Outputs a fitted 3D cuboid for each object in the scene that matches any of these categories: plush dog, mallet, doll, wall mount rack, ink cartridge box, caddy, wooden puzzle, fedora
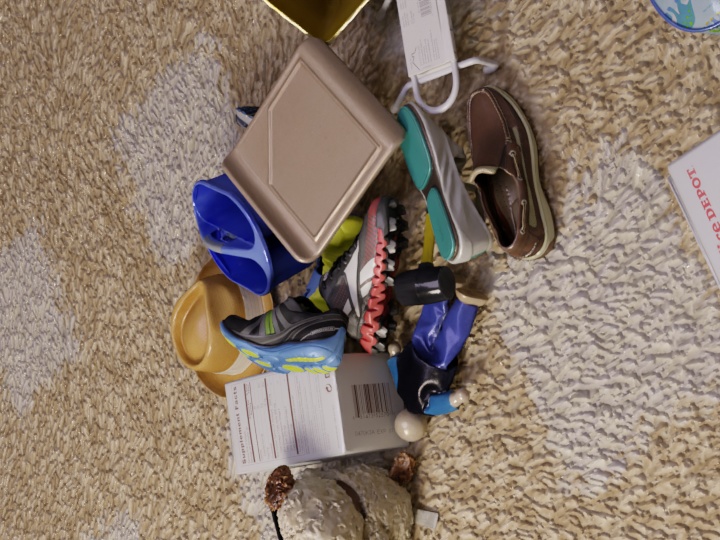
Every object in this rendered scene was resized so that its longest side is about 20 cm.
[{"bbox_3d":[-0.021,0.286,1.501,0.200,0.171,0.161,49,121,24],"label":"plush dog"},{"bbox_3d":[0.089,-0.056,1.469,0.065,0.041,0.203,0,69,38],"label":"mallet"},{"bbox_3d":[0.083,0.109,1.496,0.136,0.048,0.202,38,115,41],"label":"doll"},{"bbox_3d":[0.072,-0.268,1.497,0.172,0.074,0.203,-15,79,40],"label":"wall mount rack"},{"bbox_3d":[0.395,-0.079,1.164,0.199,0.084,0.146,-35,66,37],"label":"ink cartridge box"},{"bbox_3d":[-0.146,-0.049,1.640,0.199,0.104,0.143,24,134,55],"label":"caddy"},{"bbox_3d":[-0.055,-0.140,1.519,0.185,0.037,0.201,49,113,25],"label":"wooden puzzle"},{"bbox_3d":[-0.198,0.072,1.749,0.199,0.081,0.204,-1,89,44],"label":"fedora"}]

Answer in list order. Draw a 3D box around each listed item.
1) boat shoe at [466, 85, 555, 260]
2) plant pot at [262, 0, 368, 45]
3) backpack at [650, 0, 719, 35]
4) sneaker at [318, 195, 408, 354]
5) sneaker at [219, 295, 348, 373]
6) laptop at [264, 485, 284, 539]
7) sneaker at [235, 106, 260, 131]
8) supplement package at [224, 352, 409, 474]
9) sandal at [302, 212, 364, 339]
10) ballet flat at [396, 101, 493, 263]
[{"bbox_3d":[0.153,-0.111,1.410,0.074,0.074,0.205,-34,67,39],"label":"boat shoe"},{"bbox_3d":[-0.045,-0.425,1.511,0.200,0.199,0.177,-43,20,35],"label":"plant pot"},{"bbox_3d":[0.321,-0.322,1.196,0.183,0.146,0.202,-42,65,38],"label":"backpack"},{"bbox_3d":[0.000,0.000,1.499,0.097,0.071,0.203,17,124,13],"label":"sneaker"},{"bbox_3d":[-0.086,0.072,1.518,0.198,0.071,0.083,0,58,45],"label":"sneaker"},{"bbox_3d":[-0.074,0.398,1.554,0.116,0.200,0.187,-42,22,3],"label":"laptop"},{"bbox_3d":[-0.103,-0.147,1.665,0.200,0.076,0.086,39,121,38],"label":"sneaker"},{"bbox_3d":[-0.055,0.175,1.585,0.199,0.116,0.119,-18,78,43],"label":"supplement package"},{"bbox_3d":[-0.030,0.008,1.603,0.087,0.078,0.202,-97,24,-60],"label":"sandal"},{"bbox_3d":[0.096,-0.099,1.444,0.069,0.069,0.202,-38,59,37],"label":"ballet flat"}]
